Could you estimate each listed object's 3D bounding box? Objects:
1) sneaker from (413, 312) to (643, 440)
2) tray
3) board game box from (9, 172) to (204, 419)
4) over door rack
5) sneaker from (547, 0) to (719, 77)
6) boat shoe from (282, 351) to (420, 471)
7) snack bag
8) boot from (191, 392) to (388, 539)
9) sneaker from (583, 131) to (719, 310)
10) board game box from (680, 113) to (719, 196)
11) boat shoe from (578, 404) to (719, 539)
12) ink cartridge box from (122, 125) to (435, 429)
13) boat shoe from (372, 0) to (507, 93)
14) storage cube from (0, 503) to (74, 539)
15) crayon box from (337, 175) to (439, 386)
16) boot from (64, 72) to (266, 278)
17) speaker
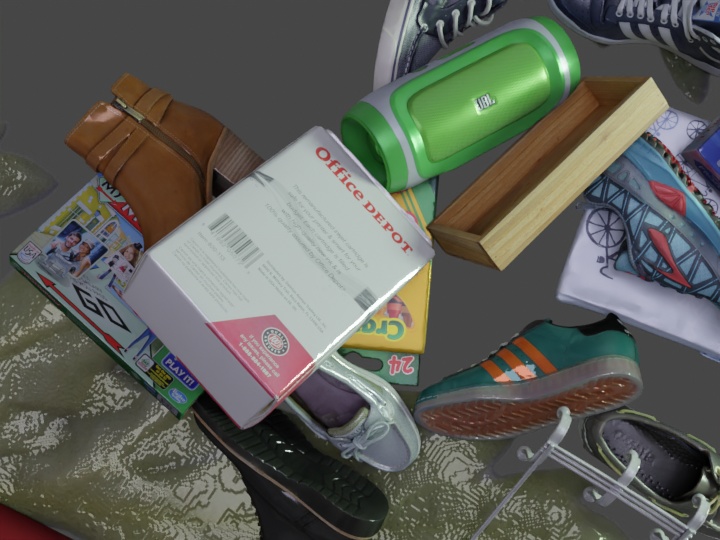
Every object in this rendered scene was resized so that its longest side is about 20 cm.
[{"bbox_3d":[0.143,0.091,1.029,0.199,0.071,0.080,-13,47,16],"label":"sneaker"},{"bbox_3d":[0.155,-0.084,0.987,0.200,0.099,0.037,-44,112,-10],"label":"tray"},{"bbox_3d":[-0.185,0.012,1.030,0.200,0.029,0.135,42,68,2],"label":"board game box"},{"bbox_3d":[0.180,0.224,1.012,0.148,0.067,0.200,32,116,2],"label":"over door rack"},{"bbox_3d":[0.260,-0.222,1.000,0.199,0.109,0.070,19,90,2],"label":"sneaker"},{"bbox_3d":[-0.025,0.109,1.004,0.074,0.065,0.202,-32,114,23],"label":"boat shoe"},{"bbox_3d":[0.283,-0.035,1.042,0.188,0.021,0.201,21,91,2],"label":"snack bag"},{"bbox_3d":[-0.086,0.207,1.034,0.200,0.077,0.139,36,119,23],"label":"boot"},{"bbox_3d":[0.264,-0.020,1.007,0.095,0.079,0.200,-37,86,19],"label":"sneaker"},{"bbox_3d":[0.414,-0.098,1.011,0.200,0.041,0.200,-45,95,-2],"label":"board game box"},{"bbox_3d":[0.281,0.180,1.020,0.201,0.060,0.072,31,91,2],"label":"boat shoe"},{"bbox_3d":[-0.060,0.002,0.926,0.147,0.083,0.200,48,55,2],"label":"ink cartridge box"},{"bbox_3d":[0.076,-0.223,1.022,0.092,0.075,0.201,15,90,10],"label":"boat shoe"},{"bbox_3d":[-0.328,0.303,0.984,0.200,0.180,0.171,25,91,1],"label":"storage cube"},{"bbox_3d":[0.000,0.000,1.037,0.127,0.051,0.201,4,90,2],"label":"crayon box"},{"bbox_3d":[-0.184,-0.071,0.998,0.155,0.077,0.200,34,60,-4],"label":"boot"},{"bbox_3d":[0.085,-0.140,0.992,0.200,0.088,0.089,-30,89,-19],"label":"speaker"}]
